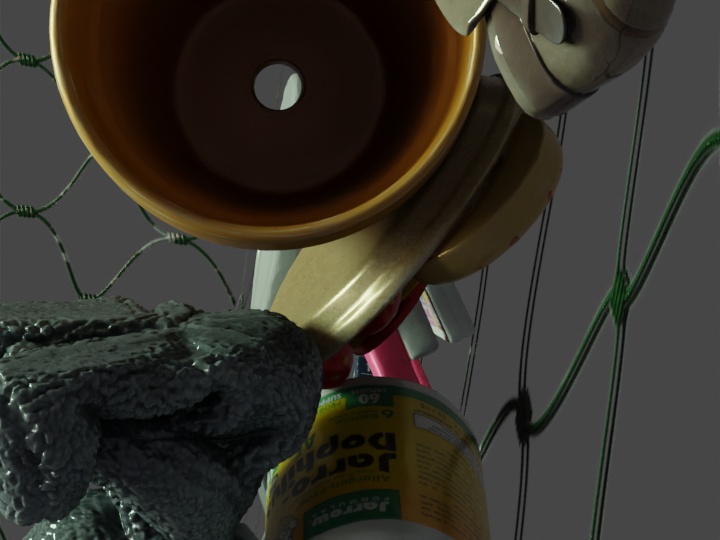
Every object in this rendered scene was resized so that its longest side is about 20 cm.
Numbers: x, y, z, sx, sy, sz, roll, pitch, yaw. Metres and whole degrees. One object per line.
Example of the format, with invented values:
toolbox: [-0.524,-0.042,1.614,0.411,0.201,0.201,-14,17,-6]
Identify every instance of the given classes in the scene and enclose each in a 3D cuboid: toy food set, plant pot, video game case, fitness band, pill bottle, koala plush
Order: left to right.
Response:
koala plush: [-0.105,0.123,1.143,0.177,0.184,0.200,-153,61,-66]
plant pot: [-0.043,-0.102,1.194,0.183,0.200,0.200,96,-178,-84]
fitness band: [0.000,0.000,1.397,0.144,0.037,0.200,-168,56,-83]
video game case: [0.007,-0.056,1.393,0.143,0.018,0.200,-148,33,-84]
pill bottle: [0.009,0.146,1.165,0.200,0.113,0.113,-92,12,-61]
toy food set: [0.026,-0.022,1.228,0.200,0.049,0.198,-48,13,19]

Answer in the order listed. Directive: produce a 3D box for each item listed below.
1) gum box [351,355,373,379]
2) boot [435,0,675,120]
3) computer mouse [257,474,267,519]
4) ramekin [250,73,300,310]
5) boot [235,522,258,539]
gum box: [0.000,0.183,1.499,0.200,0.044,0.170,-90,10,-50]
boot: [0.073,-0.168,1.000,0.146,0.070,0.200,-54,44,40]
computer mouse: [-0.012,0.153,1.367,0.053,0.138,0.200,54,-157,-41]
ramekin: [-0.019,-0.039,1.761,0.202,0.094,0.203,-172,90,-83]
boot: [-0.063,0.270,1.545,0.163,0.073,0.198,-97,-17,-53]
